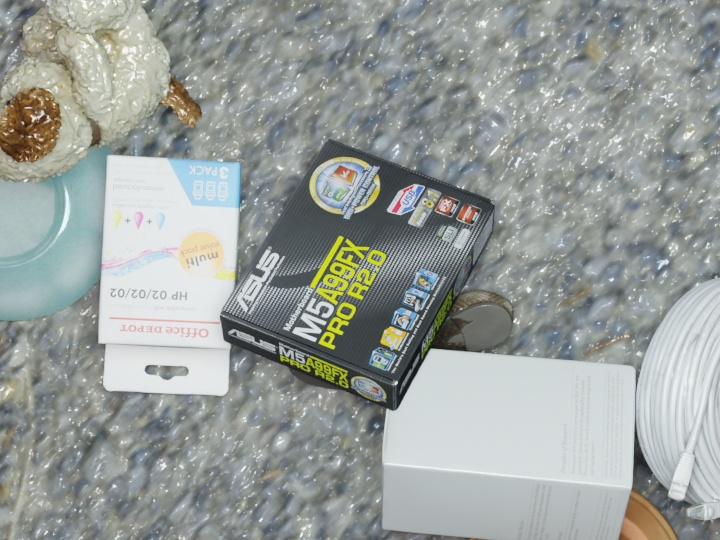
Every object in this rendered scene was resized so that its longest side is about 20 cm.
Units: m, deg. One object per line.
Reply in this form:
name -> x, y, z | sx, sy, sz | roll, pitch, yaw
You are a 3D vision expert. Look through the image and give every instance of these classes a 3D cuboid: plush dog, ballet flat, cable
plush dog -> -0.240, -0.138, 1.476 | 0.172, 0.200, 0.161 | -42, 100, -18
ballet flat -> 0.034, 0.054, 1.538 | 0.199, 0.046, 0.068 | -15, 119, 8
cable -> 0.315, 0.104, 1.463 | 0.199, 0.069, 0.201 | 8, 88, -34

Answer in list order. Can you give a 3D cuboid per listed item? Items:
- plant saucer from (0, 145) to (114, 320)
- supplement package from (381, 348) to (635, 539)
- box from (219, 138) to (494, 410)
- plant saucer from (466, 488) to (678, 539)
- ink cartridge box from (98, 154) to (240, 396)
plant saucer -> -0.306, -0.056, 1.559 | 0.200, 0.039, 0.202 | 0, 89, 3
supplement package -> 0.119, 0.146, 1.472 | 0.199, 0.117, 0.118 | 5, 56, 3
box -> 0.000, 0.000, 1.477 | 0.160, 0.044, 0.200 | 22, 59, 15
plant saucer -> 0.181, 0.273, 1.525 | 0.199, 0.037, 0.201 | 0, 89, 4
ink cartridge box -> -0.163, 0.006, 1.529 | 0.115, 0.068, 0.201 | 2, 89, -4
